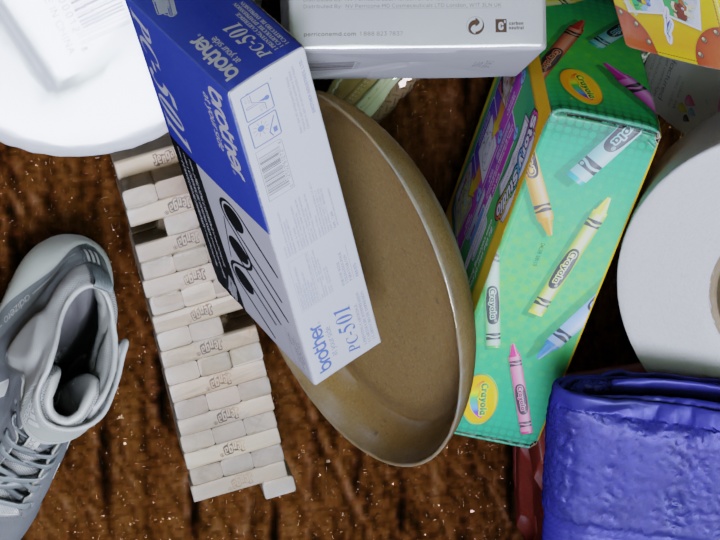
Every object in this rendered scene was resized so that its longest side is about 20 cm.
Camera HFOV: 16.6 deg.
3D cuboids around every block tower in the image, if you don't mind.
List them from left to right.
[{"bbox_3d":[-0.084,0.026,1.297,0.057,0.054,0.201,-15,113,-5],"label":"block tower"}]

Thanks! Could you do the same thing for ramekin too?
[{"bbox_3d":[-0.139,-0.152,1.191,0.199,0.098,0.202,-4,112,-10],"label":"ramekin"}]

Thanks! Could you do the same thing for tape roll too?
[{"bbox_3d":[0.223,0.007,1.181,0.201,0.037,0.204,11,128,14],"label":"tape roll"}]

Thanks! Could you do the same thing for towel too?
[{"bbox_3d":[0.159,0.146,1.227,0.146,0.050,0.201,8,113,9],"label":"towel"}]

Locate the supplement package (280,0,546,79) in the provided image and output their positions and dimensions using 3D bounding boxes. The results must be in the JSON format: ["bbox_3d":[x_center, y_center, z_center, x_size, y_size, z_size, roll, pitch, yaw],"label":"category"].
[{"bbox_3d":[0.020,-0.195,1.155,0.119,0.121,0.202,-1,88,-3],"label":"supplement package"}]

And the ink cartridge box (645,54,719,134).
[{"bbox_3d":[0.225,-0.100,1.233,0.067,0.200,0.117,11,109,-27],"label":"ink cartridge box"}]

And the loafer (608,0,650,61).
[{"bbox_3d":[0.146,-0.167,1.263,0.069,0.070,0.201,17,107,-18],"label":"loafer"}]

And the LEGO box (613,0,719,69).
[{"bbox_3d":[0.170,-0.219,1.134,0.149,0.077,0.201,-38,125,-26],"label":"LEGO box"}]

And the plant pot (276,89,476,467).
[{"bbox_3d":[0.000,0.000,1.238,0.027,0.200,0.201,-23,116,-28],"label":"plant pot"}]

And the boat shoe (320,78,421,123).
[{"bbox_3d":[0.029,-0.161,1.249,0.076,0.072,0.201,35,91,-10],"label":"boat shoe"}]

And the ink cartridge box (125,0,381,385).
[{"bbox_3d":[-0.049,-0.045,1.161,0.044,0.094,0.201,-32,139,-16],"label":"ink cartridge box"}]

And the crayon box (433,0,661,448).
[{"bbox_3d":[0.086,-0.026,1.250,0.058,0.119,0.201,11,125,-11],"label":"crayon box"}]

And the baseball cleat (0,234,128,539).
[{"bbox_3d":[-0.176,0.081,1.270,0.069,0.107,0.201,12,110,-22],"label":"baseball cleat"}]

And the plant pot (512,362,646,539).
[{"bbox_3d":[0.185,0.128,1.332,0.194,0.201,0.202,-4,112,-3],"label":"plant pot"}]
